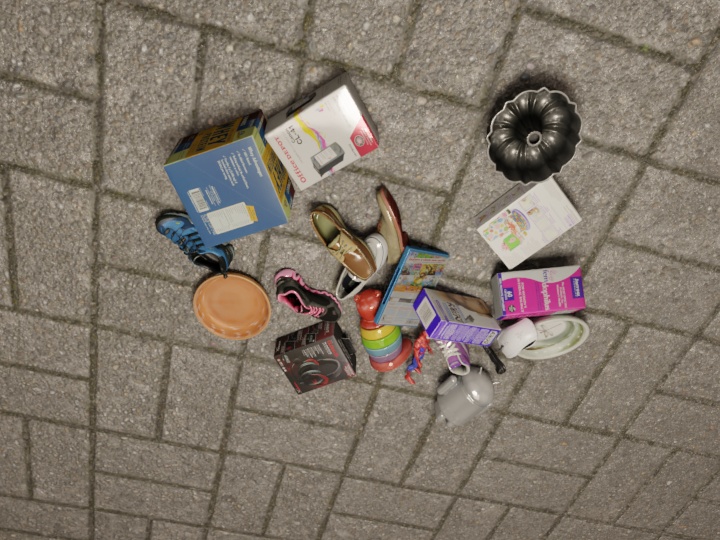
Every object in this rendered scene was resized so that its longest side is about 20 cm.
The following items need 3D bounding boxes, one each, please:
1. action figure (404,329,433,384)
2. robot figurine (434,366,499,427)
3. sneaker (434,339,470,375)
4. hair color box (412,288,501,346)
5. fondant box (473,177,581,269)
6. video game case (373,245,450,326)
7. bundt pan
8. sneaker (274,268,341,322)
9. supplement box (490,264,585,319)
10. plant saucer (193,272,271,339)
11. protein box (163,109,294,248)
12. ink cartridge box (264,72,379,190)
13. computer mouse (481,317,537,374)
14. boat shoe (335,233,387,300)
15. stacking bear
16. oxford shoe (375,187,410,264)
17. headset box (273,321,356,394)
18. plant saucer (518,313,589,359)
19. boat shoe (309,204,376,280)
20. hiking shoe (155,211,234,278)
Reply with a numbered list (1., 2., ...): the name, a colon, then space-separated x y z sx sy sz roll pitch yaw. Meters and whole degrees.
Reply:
1. action figure: 0.156 0.218 1.528 0.051 0.065 0.203 29 141 20
2. robot figurine: 0.287 0.343 1.608 0.167 0.115 0.201 30 119 -25
3. sneaker: 0.225 0.185 1.503 0.072 0.116 0.201 -33 117 22
4. hair color box: 0.233 0.114 1.422 0.195 0.111 0.066 12 125 -34
5. fondant box: 0.376 -0.117 1.334 0.198 0.059 0.144 -37 117 21
6. video game case: 0.123 0.042 1.401 0.140 0.018 0.205 7 115 -40
7. bundt pan: 0.348 -0.286 1.209 0.194 0.077 0.207 0 125 0
8. sneaker: -0.130 0.084 1.444 0.197 0.097 0.079 32 117 -22
9. supplement box: 0.419 0.053 1.400 0.193 0.103 0.105 -6 80 2
10. plant saucer: -0.319 0.086 1.479 0.193 0.038 0.205 0 124 0
11. protein box: -0.266 -0.189 1.234 0.194 0.137 0.202 -15 123 10
12. ink cartridge box: -0.076 -0.281 1.205 0.196 0.087 0.149 -27 120 15
13. computer mouse: 0.366 0.181 1.469 0.043 0.112 0.201 -15 157 -29
14. boat shoe: 0.000 0.000 1.378 0.073 0.065 0.202 37 131 11
15. stacking bear: 0.045 0.138 1.475 0.118 0.115 0.205 -10 118 20
16. oxford shoe: 0.062 -0.092 1.343 0.072 0.071 0.204 -12 122 15
17. headset box: -0.108 0.224 1.548 0.195 0.076 0.151 -20 122 13
18. plant saucer: 0.480 0.158 1.504 0.193 0.051 0.203 -4 144 -3
19. boat shoe: -0.047 -0.058 1.312 0.076 0.074 0.201 -45 82 22
20. hiking shoe: -0.380 -0.063 1.348 0.196 0.088 0.075 29 120 -18
